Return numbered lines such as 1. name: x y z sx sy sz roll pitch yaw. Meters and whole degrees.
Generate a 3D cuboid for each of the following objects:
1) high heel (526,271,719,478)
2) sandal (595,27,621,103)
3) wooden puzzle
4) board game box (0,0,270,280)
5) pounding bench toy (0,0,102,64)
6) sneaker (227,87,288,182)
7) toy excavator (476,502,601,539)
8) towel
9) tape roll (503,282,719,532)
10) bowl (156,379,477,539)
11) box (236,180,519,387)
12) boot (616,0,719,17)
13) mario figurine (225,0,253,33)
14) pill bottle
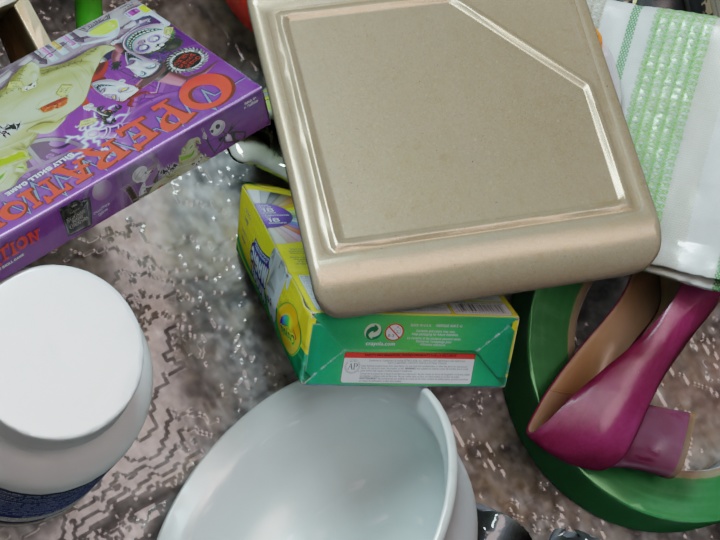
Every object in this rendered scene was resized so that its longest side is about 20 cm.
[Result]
1. high heel: 0.154 0.016 1.040 0.096 0.067 0.201 15 74 -23
2. sandal: 0.069 -0.145 1.028 0.079 0.059 0.207 -40 97 -12
3. wooden puzzle: 0.046 -0.079 0.951 0.184 0.037 0.201 -8 69 -12
4. board game box: -0.157 -0.057 0.871 0.200 0.032 0.120 -33 49 -23
5. pounding bench toy: -0.189 -0.092 0.990 0.199 0.124 0.156 -28 84 -22
6. sneaker: 0.011 -0.058 1.020 0.076 0.199 0.076 -34 128 -45
7. toy excavator: 0.135 0.231 1.016 0.194 0.200 0.100 14 65 35
8. towel: 0.149 -0.079 1.042 0.199 0.031 0.150 16 86 29
9. tape roll: 0.186 0.056 1.102 0.199 0.048 0.202 5 73 -16
10. bowl: -0.010 0.156 0.961 0.090 0.201 0.202 45 63 -35
11. box: 0.000 0.000 1.012 0.117 0.200 0.049 2 116 -16
12. boot: 0.148 -0.149 1.107 0.154 0.073 0.204 -41 118 -20
13. mario figurine: 0.009 -0.194 1.085 0.199 0.123 0.107 -16 92 -24
14. pill bottle: -0.165 0.062 0.913 0.110 0.200 0.112 4 74 -16
